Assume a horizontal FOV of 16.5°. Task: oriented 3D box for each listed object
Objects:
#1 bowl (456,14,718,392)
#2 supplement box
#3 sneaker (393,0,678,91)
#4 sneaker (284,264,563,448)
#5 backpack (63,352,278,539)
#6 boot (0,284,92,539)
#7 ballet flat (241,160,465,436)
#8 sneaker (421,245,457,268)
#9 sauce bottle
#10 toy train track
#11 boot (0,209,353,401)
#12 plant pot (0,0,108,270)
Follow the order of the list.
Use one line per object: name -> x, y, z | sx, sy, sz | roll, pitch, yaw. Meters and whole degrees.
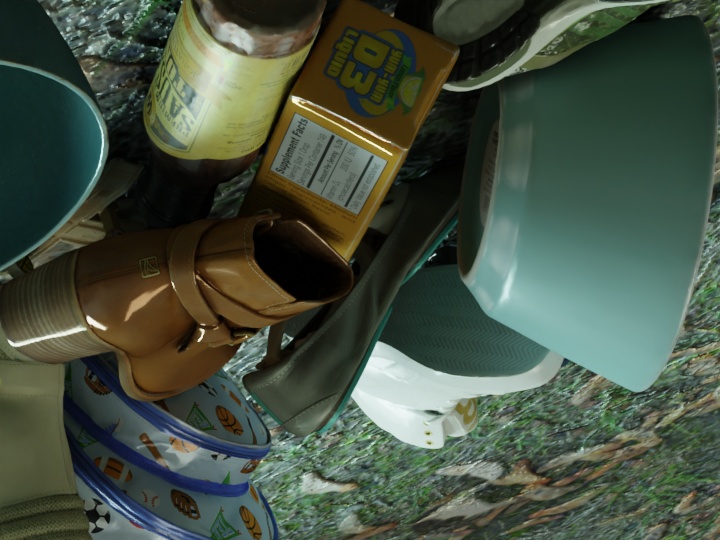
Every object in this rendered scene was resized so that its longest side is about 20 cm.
bowl -> 0.112, -0.042, 1.315 | 0.104, 0.202, 0.201 | 7, 151, -7
supplement box -> -0.012, -0.058, 1.238 | 0.069, 0.067, 0.200 | 28, 156, -3
sneaker -> 0.117, -0.145, 1.230 | 0.199, 0.077, 0.089 | -20, 168, 15
sneaker -> 0.057, 0.055, 1.462 | 0.199, 0.074, 0.116 | 9, 150, 43
backpack -> -0.135, 0.117, 1.413 | 0.200, 0.191, 0.154 | 10, 126, -51
boot -> -0.229, 0.105, 1.325 | 0.199, 0.156, 0.073 | -18, 166, 28
ballet flat -> 0.000, 0.000, 1.377 | 0.200, 0.064, 0.067 | -57, -170, -26
sneaker -> 0.072, 0.042, 1.582 | 0.090, 0.076, 0.200 | -20, 161, -26
sauce bottle -> -0.070, -0.082, 1.194 | 0.066, 0.066, 0.200 | -10, 153, -24
toy train track -> -0.181, -0.021, 1.271 | 0.115, 0.033, 0.200 | -35, 152, 28
boot -> -0.071, 0.010, 1.277 | 0.155, 0.077, 0.200 | -16, 162, 27
plant pot -> -0.214, -0.081, 0.983 | 0.199, 0.135, 0.200 | -18, 156, -8
